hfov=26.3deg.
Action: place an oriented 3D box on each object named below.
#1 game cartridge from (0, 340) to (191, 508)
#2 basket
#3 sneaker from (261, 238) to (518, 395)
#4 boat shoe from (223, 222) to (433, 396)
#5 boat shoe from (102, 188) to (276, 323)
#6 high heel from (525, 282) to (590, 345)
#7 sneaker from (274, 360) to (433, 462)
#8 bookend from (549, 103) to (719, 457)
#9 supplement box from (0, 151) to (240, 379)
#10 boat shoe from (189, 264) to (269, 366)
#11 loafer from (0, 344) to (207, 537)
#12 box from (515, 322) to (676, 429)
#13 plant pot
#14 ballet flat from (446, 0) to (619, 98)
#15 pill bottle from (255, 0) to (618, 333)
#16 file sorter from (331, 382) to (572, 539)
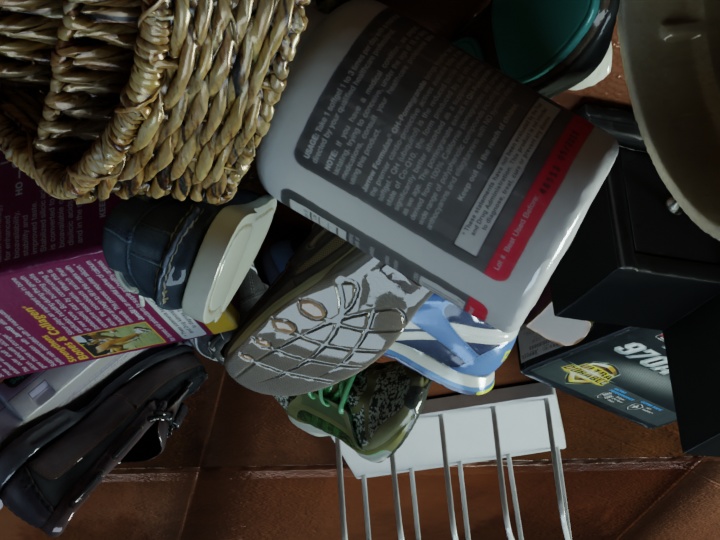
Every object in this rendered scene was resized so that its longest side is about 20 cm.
[{"bbox_3d":[-0.183,0.071,1.029,0.200,0.038,0.130,-41,163,-27],"label":"game cartridge"},{"bbox_3d":[-0.106,-0.125,0.612,0.147,0.144,0.201,4,135,-21],"label":"basket"},{"bbox_3d":[0.026,0.013,1.042,0.199,0.074,0.083,21,120,-28],"label":"sneaker"},{"bbox_3d":[0.000,0.000,0.923,0.199,0.074,0.074,-36,123,16],"label":"boat shoe"},{"bbox_3d":[-0.085,-0.012,0.756,0.061,0.075,0.200,23,-173,0],"label":"boat shoe"},{"bbox_3d":[0.072,-0.032,1.003,0.067,0.097,0.200,-37,120,22],"label":"high heel"},{"bbox_3d":[-0.024,0.085,1.124,0.088,0.077,0.199,31,164,-27],"label":"sneaker"},{"bbox_3d":[0.209,0.019,0.944,0.198,0.201,0.092,8,153,-24],"label":"bookend"},{"bbox_3d":[-0.185,-0.015,0.907,0.198,0.104,0.131,-12,153,10],"label":"supplement box"},{"bbox_3d":[-0.076,0.040,1.038,0.070,0.067,0.200,-30,165,-10],"label":"boat shoe"},{"bbox_3d":[-0.161,0.113,1.013,0.200,0.063,0.072,-31,163,-53],"label":"loafer"},{"bbox_3d":[0.239,0.060,1.201,0.158,0.046,0.199,-25,147,33],"label":"box"},{"bbox_3d":[0.245,-0.123,0.710,0.182,0.202,0.201,-10,156,-18],"label":"plant pot"},{"bbox_3d":[0.086,-0.114,0.817,0.068,0.069,0.200,0,165,-33],"label":"ballet flat"},{"bbox_3d":[0.018,-0.064,0.762,0.199,0.111,0.111,31,152,7],"label":"pill bottle"},{"bbox_3d":[0.084,0.192,1.348,0.198,0.126,0.139,-10,154,7],"label":"file sorter"}]
